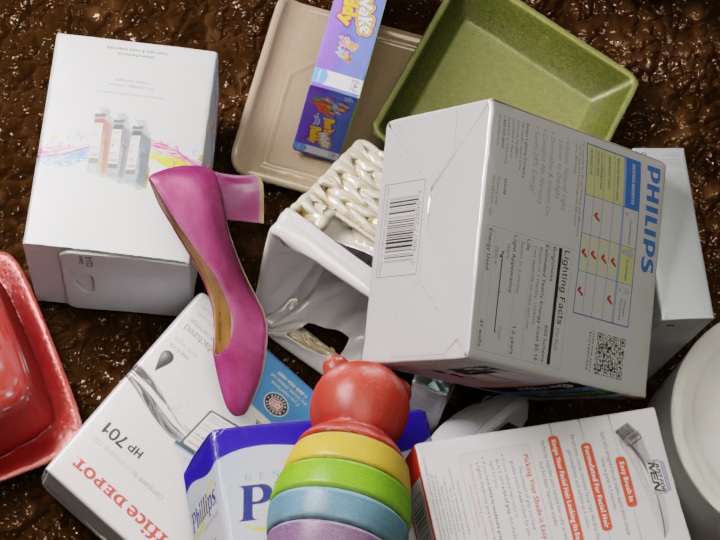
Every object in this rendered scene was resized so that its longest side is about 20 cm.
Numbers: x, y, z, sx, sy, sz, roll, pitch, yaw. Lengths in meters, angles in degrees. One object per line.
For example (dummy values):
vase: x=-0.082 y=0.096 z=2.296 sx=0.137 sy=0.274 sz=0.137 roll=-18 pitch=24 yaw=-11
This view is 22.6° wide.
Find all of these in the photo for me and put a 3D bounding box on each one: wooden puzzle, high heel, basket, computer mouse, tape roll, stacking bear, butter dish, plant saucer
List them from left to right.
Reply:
butter dish: x=-0.353 y=0.078 z=1.499 sx=0.198 sy=0.148 sz=0.201 roll=-21 pitch=72 yaw=-13
high heel: x=-0.126 y=0.017 z=1.455 sx=0.095 sy=0.067 sz=0.202 roll=1 pitch=94 yaw=-26
stacking bear: x=-0.012 y=0.159 z=1.330 sx=0.120 sy=0.114 sz=0.201 roll=17 pitch=57 yaw=-8
wooden puzzle: x=-0.005 y=-0.146 z=1.675 sx=0.198 sy=0.037 sz=0.186 roll=17 pitch=69 yaw=-4
basket: x=0.000 y=0.000 z=1.536 sx=0.135 sy=0.200 sz=0.124 roll=34 pitch=64 yaw=8
computer mouse: x=0.104 y=0.124 z=1.520 sx=0.044 sy=0.109 sz=0.200 roll=55 pitch=49 yaw=-19
plant saucer: x=0.129 y=-0.144 z=1.659 sx=0.199 sy=0.048 sz=0.201 roll=32 pitch=66 yaw=-5
tape roll: x=0.345 y=0.147 z=1.538 sx=0.201 sy=0.139 sz=0.204 roll=1 pitch=69 yaw=-4

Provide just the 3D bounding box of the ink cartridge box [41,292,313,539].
ink cartridge box: x=-0.149 y=0.145 z=1.516 sx=0.146 sy=0.086 sz=0.200 roll=41 pitch=70 yaw=-1

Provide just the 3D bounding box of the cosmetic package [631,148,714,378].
cosmetic package: x=0.234 y=0.004 z=1.547 sx=0.051 sy=0.200 sz=0.152 roll=0 pitch=70 yaw=-11

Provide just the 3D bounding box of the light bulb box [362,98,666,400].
light bulb box: x=0.123 y=-0.008 z=1.413 sx=0.199 sy=0.124 sz=0.200 roll=15 pitch=77 yaw=-38

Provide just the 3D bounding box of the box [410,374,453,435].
box: x=0.092 y=0.037 z=1.554 sx=0.036 sy=0.145 sz=0.201 roll=23 pitch=70 yaw=4

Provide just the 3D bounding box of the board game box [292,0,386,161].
board game box: x=-0.008 y=-0.216 z=1.608 sx=0.044 sy=0.135 sz=0.202 roll=16 pitch=69 yaw=-3

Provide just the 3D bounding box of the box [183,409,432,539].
box: x=-0.028 y=0.224 z=1.411 sx=0.182 sy=0.105 sz=0.202 roll=-4 pitch=66 yaw=-19

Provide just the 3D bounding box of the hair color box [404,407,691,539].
hair color box: x=0.140 y=0.179 z=1.381 sx=0.198 sy=0.064 sz=0.112 roll=-7 pitch=68 yaw=-13

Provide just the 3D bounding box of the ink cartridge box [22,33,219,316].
ink cartridge box: x=-0.204 y=-0.079 z=1.571 sx=0.143 sy=0.145 sz=0.202 roll=7 pitch=70 yaw=-2
